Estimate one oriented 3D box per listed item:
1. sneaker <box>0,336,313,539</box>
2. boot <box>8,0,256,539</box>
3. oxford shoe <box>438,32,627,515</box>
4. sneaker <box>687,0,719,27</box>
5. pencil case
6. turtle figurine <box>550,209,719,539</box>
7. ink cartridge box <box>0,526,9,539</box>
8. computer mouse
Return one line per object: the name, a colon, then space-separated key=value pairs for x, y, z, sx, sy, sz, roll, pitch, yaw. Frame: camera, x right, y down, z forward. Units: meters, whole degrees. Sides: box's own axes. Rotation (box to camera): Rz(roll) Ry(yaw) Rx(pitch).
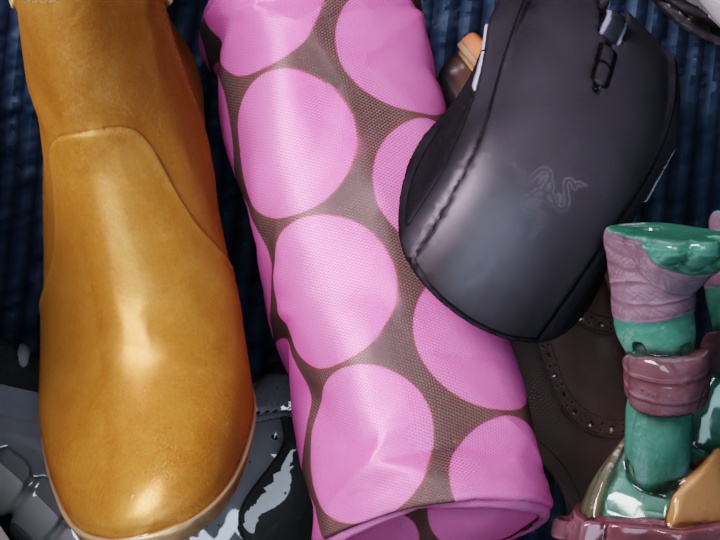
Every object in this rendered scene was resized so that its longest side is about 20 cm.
sneaker: x=-0.078 y=0.052 z=0.840 sx=0.115 sy=0.075 sz=0.200 roll=-40 pitch=99 yaw=-4
boot: x=-0.081 y=-0.025 z=0.750 sx=0.071 sy=0.201 sz=0.144 roll=-10 pitch=127 yaw=4
oxford shoe: x=0.063 y=0.017 z=0.831 sx=0.073 sy=0.071 sz=0.200 roll=-24 pitch=92 yaw=6
sneaker: x=0.154 y=-0.081 z=0.770 sx=0.076 sy=0.081 sz=0.200 roll=-41 pitch=132 yaw=1
pencil case: x=0.000 y=0.000 z=0.802 sx=0.091 sy=0.094 sz=0.200 roll=-11 pitch=74 yaw=-1
turtle figurine: x=0.110 y=0.084 z=0.754 sx=0.101 sy=0.150 sz=0.200 roll=3 pitch=99 yaw=21
ink cartridge box: x=-0.191 y=0.079 z=0.672 sx=0.145 sy=0.084 sz=0.200 roll=-8 pitch=133 yaw=18
computer mouse: x=0.050 y=-0.079 z=0.779 sx=0.140 sy=0.046 sz=0.200 roll=37 pitch=50 yaw=-5
